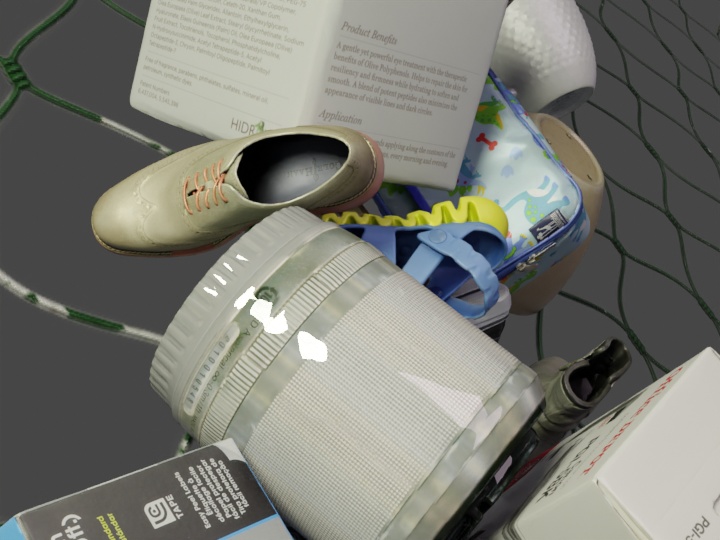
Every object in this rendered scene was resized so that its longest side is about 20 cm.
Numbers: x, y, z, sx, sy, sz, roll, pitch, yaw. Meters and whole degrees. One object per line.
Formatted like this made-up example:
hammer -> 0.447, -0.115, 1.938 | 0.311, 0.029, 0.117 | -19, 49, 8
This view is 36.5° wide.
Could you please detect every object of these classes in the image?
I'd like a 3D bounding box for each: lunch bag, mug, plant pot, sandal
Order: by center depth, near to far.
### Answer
sandal -> 0.020, 0.004, 0.785 | 0.080, 0.199, 0.087 | 80, -5, -46
lunch bag -> 0.093, -0.073, 0.963 | 0.200, 0.161, 0.082 | 60, 9, 22
plant pot -> 0.159, -0.075, 1.071 | 0.200, 0.134, 0.201 | 31, 35, -25
mug -> 0.187, -0.268, 1.337 | 0.200, 0.148, 0.176 | -20, 75, -25

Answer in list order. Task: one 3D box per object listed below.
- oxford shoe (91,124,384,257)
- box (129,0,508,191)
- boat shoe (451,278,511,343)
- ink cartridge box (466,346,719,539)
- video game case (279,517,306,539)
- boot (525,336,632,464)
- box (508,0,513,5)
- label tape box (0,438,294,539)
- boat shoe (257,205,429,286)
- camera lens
oxford shoe -> -0.088, -0.057, 0.695 | 0.074, 0.199, 0.071 | 20, 54, -77
box -> -0.032, -0.173, 0.844 | 0.200, 0.172, 0.199 | 25, 15, 38
boat shoe -> 0.042, 0.064, 0.827 | 0.200, 0.071, 0.072 | -15, 24, -34
ink cartridge box -> 0.144, 0.149, 0.659 | 0.083, 0.200, 0.147 | 50, 50, 7
video game case -> 0.010, 0.234, 0.648 | 0.200, 0.023, 0.182 | 14, 44, -42
boot -> 0.175, 0.099, 0.895 | 0.068, 0.131, 0.200 | 51, 31, 6
box -> 0.057, -0.236, 1.063 | 0.068, 0.200, 0.082 | -7, 61, -54
label tape box -> -0.110, 0.177, 0.509 | 0.200, 0.066, 0.143 | -12, 62, -49
boat shoe -> 0.000, 0.000, 0.873 | 0.200, 0.072, 0.072 | 41, 61, -26
camera lens -> -0.004, 0.078, 0.650 | 0.200, 0.160, 0.160 | 38, 30, 11
